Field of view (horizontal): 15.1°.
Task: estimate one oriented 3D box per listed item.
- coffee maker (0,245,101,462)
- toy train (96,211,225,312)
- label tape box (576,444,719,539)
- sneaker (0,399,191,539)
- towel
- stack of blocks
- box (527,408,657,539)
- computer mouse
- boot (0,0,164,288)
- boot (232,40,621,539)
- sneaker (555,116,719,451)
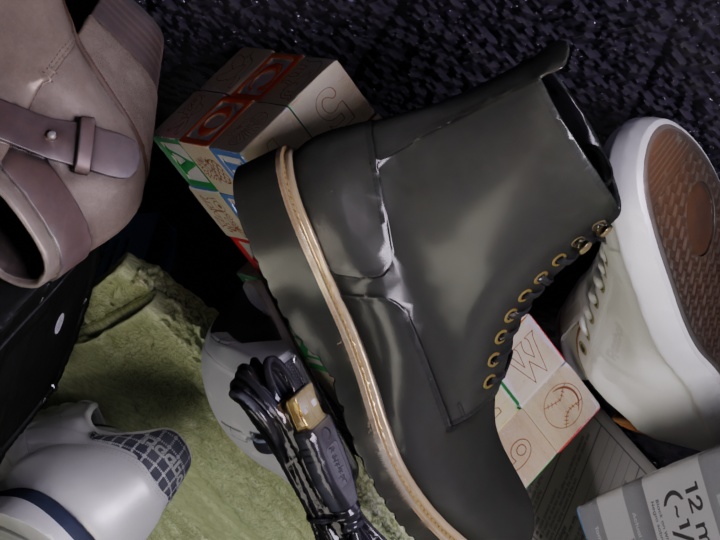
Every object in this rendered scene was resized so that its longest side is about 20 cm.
[{"bbox_3d":[-0.233,0.007,1.106,0.200,0.192,0.135,26,106,8],"label":"coffee maker"},{"bbox_3d":[-0.109,0.057,1.319,0.114,0.087,0.200,-3,138,28],"label":"toy train"},{"bbox_3d":[0.179,0.132,1.071,0.200,0.066,0.143,-34,71,60],"label":"label tape box"},{"bbox_3d":[-0.147,0.094,1.209,0.200,0.081,0.076,11,143,54],"label":"sneaker"},{"bbox_3d":[-0.072,0.083,1.226,0.200,0.036,0.148,47,140,-15],"label":"towel"},{"bbox_3d":[0.000,0.000,1.148,0.200,0.059,0.115,52,162,-25],"label":"stack of blocks"},{"bbox_3d":[0.102,0.137,1.278,0.078,0.095,0.200,-11,131,44],"label":"box"},{"bbox_3d":[-0.032,0.062,1.081,0.110,0.044,0.200,61,179,-18],"label":"computer mouse"},{"bbox_3d":[-0.167,-0.088,1.084,0.200,0.146,0.070,33,138,-8],"label":"boot"},{"bbox_3d":[0.057,0.021,1.042,0.138,0.077,0.200,-24,117,15],"label":"boot"},{"bbox_3d":[0.111,0.013,1.114,0.085,0.073,0.200,5,144,25],"label":"sneaker"}]
